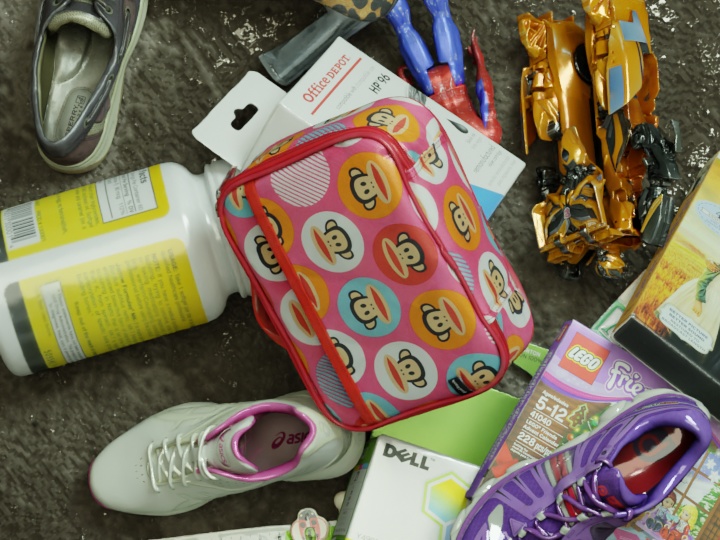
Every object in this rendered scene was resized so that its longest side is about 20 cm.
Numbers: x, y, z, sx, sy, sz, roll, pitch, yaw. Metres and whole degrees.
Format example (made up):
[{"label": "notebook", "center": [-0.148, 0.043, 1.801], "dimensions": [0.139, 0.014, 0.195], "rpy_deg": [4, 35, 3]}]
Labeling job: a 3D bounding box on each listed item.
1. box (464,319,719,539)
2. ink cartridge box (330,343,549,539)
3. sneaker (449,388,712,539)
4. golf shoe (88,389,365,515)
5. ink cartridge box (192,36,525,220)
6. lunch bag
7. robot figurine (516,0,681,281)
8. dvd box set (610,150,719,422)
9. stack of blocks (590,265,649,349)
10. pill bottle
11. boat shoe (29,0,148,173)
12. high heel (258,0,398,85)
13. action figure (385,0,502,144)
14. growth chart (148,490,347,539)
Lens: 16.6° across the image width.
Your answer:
[{"label": "box", "center": [0.188, 0.142, 1.634], "dimensions": [0.200, 0.039, 0.137], "rpy_deg": [31, 83, -3]}, {"label": "ink cartridge box", "center": [0.074, 0.136, 1.680], "dimensions": [0.147, 0.076, 0.201], "rpy_deg": [18, 82, -4]}, {"label": "sneaker", "center": [0.138, 0.144, 1.565], "dimensions": [0.200, 0.083, 0.081], "rpy_deg": [-40, 92, -1]}, {"label": "golf shoe", "center": [-0.100, 0.120, 1.669], "dimensions": [0.199, 0.092, 0.076], "rpy_deg": [-15, 82, 15]}, {"label": "ink cartridge box", "center": [-0.001, -0.082, 1.671], "dimensions": [0.200, 0.116, 0.068], "rpy_deg": [34, 125, 2]}, {"label": "lunch bag", "center": [0.000, 0.000, 1.601], "dimensions": [0.176, 0.082, 0.200], "rpy_deg": [-20, 105, 32]}, {"label": "robot figurine", "center": [0.157, -0.091, 1.694], "dimensions": [0.058, 0.145, 0.201], "rpy_deg": [8, 71, -32]}, {"label": "dvd box set", "center": [0.263, 0.022, 1.660], "dimensions": [0.146, 0.029, 0.200], "rpy_deg": [38, 44, -2]}, {"label": "stack of blocks", "center": [0.248, 0.091, 1.702], "dimensions": [0.200, 0.059, 0.115], "rpy_deg": [44, 84, 5]}, {"label": "pill bottle", "center": [-0.158, -0.008, 1.688], "dimensions": [0.199, 0.114, 0.115], "rpy_deg": [-16, 82, -2]}, {"label": "boat shoe", "center": [-0.193, -0.170, 1.734], "dimensions": [0.072, 0.065, 0.201], "rpy_deg": [9, 82, 3]}, {"label": "high heel", "center": [-0.060, -0.243, 1.711], "dimensions": [0.142, 0.071, 0.200], "rpy_deg": [-35, 95, 34]}, {"label": "action figure", "center": [0.056, -0.143, 1.740], "dimensions": [0.065, 0.052, 0.201], "rpy_deg": [-18, 87, 3]}, {"label": "growth chart", "center": [-0.091, 0.241, 1.700], "dimensions": [0.199, 0.018, 0.145], "rpy_deg": [-11, 82, -4]}]
